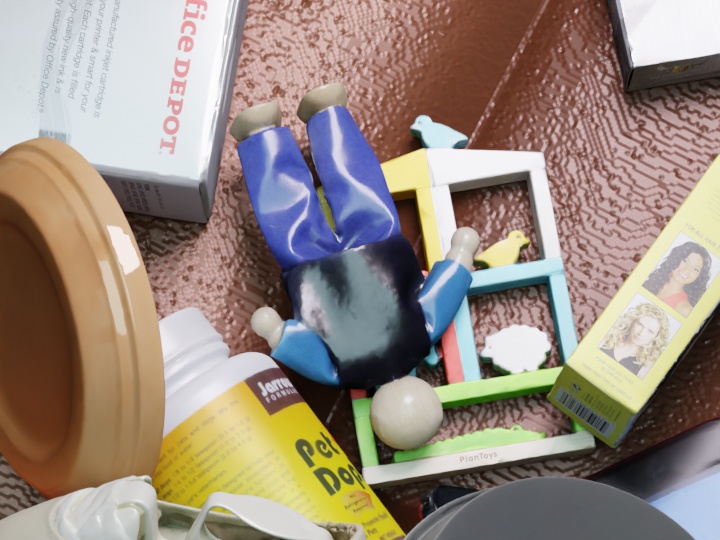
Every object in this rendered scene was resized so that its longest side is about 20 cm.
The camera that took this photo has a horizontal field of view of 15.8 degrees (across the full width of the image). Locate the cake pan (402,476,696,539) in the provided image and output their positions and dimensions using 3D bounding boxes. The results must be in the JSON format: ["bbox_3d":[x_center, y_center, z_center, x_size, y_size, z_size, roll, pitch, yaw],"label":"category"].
[{"bbox_3d":[0.104,0.184,1.263,0.199,0.037,0.201,9,53,-12],"label":"cake pan"}]

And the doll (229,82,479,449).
[{"bbox_3d":[0.000,0.000,1.398,0.136,0.048,0.201,-16,77,-14],"label":"doll"}]

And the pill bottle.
[{"bbox_3d":[-0.057,0.121,1.360,0.109,0.109,0.200,-36,80,-8],"label":"pill bottle"}]

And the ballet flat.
[{"bbox_3d":[-0.090,0.132,1.271,0.198,0.070,0.070,9,77,4],"label":"ballet flat"}]

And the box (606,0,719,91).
[{"bbox_3d":[0.232,-0.197,1.468,0.198,0.048,0.160,-9,76,-2],"label":"box"}]

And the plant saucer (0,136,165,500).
[{"bbox_3d":[-0.162,0.033,1.338,0.037,0.200,0.201,-12,75,-29],"label":"plant saucer"}]

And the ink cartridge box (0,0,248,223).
[{"bbox_3d":[-0.167,-0.117,1.430,0.198,0.084,0.145,9,77,4],"label":"ink cartridge box"}]

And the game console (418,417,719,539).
[{"bbox_3d":[0.150,0.176,1.320,0.119,0.172,0.201,-40,59,26],"label":"game console"}]

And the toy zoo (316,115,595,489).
[{"bbox_3d":[0.049,0.012,1.432,0.130,0.020,0.202,-10,76,-2],"label":"toy zoo"}]

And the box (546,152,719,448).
[{"bbox_3d":[0.180,-0.002,1.397,0.050,0.075,0.200,35,73,8],"label":"box"}]
